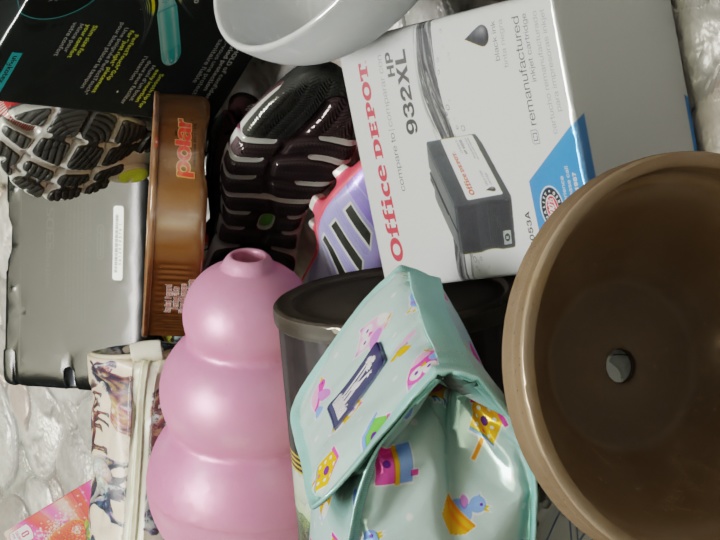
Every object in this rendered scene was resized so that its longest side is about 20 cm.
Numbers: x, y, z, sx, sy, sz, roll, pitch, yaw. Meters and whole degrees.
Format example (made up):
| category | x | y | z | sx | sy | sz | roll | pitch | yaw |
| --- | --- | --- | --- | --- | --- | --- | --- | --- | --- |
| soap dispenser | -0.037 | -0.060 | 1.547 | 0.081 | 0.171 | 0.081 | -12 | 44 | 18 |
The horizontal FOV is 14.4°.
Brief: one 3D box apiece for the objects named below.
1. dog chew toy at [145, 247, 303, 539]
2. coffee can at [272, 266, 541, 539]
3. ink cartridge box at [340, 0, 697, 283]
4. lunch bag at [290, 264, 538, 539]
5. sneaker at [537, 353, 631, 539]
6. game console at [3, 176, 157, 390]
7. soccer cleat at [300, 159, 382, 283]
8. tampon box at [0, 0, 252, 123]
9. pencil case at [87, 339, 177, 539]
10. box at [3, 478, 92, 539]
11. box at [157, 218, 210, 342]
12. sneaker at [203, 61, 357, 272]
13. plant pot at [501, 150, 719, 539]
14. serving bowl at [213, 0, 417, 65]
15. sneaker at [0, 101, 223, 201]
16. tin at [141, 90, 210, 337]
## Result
| category | x | y | z | sx | sy | sz | roll | pitch | yaw |
| --- | --- | --- | --- | --- | --- | --- | --- | --- | --- |
| dog chew toy | -0.068 | 0.083 | 1.716 | 0.124 | 0.124 | 0.201 | 28 | 125 | 47 |
| coffee can | 0.032 | 0.110 | 1.636 | 0.146 | 0.146 | 0.201 | 12 | 111 | 53 |
| ink cartridge box | 0.086 | -0.072 | 1.550 | 0.200 | 0.083 | 0.146 | -7 | 95 | 56 |
| lunch bag | 0.028 | 0.113 | 1.472 | 0.170 | 0.121 | 0.201 | -107 | 17 | -72 |
| sneaker | 0.125 | 0.140 | 1.553 | 0.087 | 0.074 | 0.201 | 9 | 110 | 19 |
| game console | -0.189 | -0.023 | 1.973 | 0.175 | 0.116 | 0.202 | 2 | 93 | 29 |
| soccer cleat | 0.000 | 0.000 | 1.724 | 0.076 | 0.067 | 0.200 | 44 | 137 | 15 |
| tampon box | -0.156 | -0.190 | 1.724 | 0.126 | 0.199 | 0.150 | 52 | 121 | 31 |
| pencil case | -0.143 | 0.140 | 1.853 | 0.089 | 0.077 | 0.202 | -149 | 62 | -78 |
| box | -0.150 | 0.250 | 1.956 | 0.201 | 0.094 | 0.103 | 58 | 177 | 25 |
| box | -0.066 | 0.081 | 1.858 | 0.201 | 0.040 | 0.137 | 61 | 142 | 22 |
| sneaker | -0.060 | -0.084 | 1.745 | 0.200 | 0.075 | 0.116 | 118 | 152 | -44 |
| plant pot | 0.148 | 0.046 | 1.412 | 0.093 | 0.200 | 0.202 | -12 | 92 | 65 |
| serving bowl | 0.004 | -0.196 | 1.591 | 0.200 | 0.066 | 0.201 | -39 | 34 | 34 |
| sneaker | -0.172 | -0.099 | 1.805 | 0.085 | 0.199 | 0.077 | 51 | 118 | 22 |
| tin | -0.114 | -0.033 | 1.752 | 0.200 | 0.042 | 0.113 | 103 | 165 | -65 |
